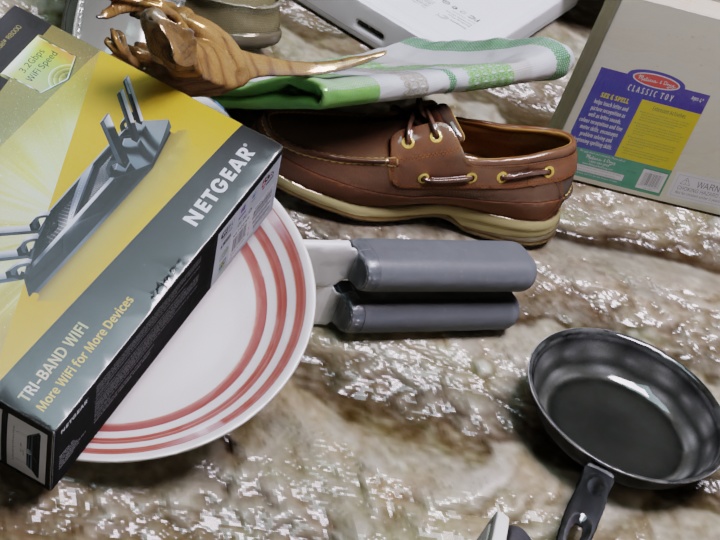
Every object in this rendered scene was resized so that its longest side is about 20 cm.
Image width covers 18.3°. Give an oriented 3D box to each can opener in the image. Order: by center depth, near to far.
[{"bbox_3d":[0.000,0.000,1.180,0.199,0.053,0.067,3,37,-29],"label":"can opener"}]

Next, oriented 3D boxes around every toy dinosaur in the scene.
[{"bbox_3d":[-0.078,-0.106,1.142,0.106,0.061,0.200,23,12,19],"label":"toy dinosaur"}]

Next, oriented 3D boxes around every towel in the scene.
[{"bbox_3d":[0.007,-0.116,1.301,0.200,0.031,0.149,-11,9,-42],"label":"towel"}]

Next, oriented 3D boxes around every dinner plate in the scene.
[{"bbox_3d":[-0.121,0.012,1.075,0.199,0.024,0.201,5,52,-7],"label":"dinner plate"}]

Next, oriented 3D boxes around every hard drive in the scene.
[{"bbox_3d":[0.054,-0.191,1.511,0.132,0.027,0.200,32,34,15],"label":"hard drive"}]

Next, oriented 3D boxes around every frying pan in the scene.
[{"bbox_3d":[0.140,0.098,1.145,0.115,0.031,0.190,14,37,-13],"label":"frying pan"}]

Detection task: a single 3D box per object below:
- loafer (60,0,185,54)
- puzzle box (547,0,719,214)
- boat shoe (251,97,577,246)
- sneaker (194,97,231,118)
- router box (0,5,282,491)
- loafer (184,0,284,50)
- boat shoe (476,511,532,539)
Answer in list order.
[{"bbox_3d":[-0.129,-0.178,1.293,0.070,0.070,0.201,13,58,-5],"label":"loafer"},{"bbox_3d":[0.224,-0.099,1.384,0.199,0.133,0.025,13,34,-17],"label":"puzzle box"},{"bbox_3d":[0.032,-0.069,1.284,0.199,0.068,0.072,9,35,-20],"label":"boat shoe"},{"bbox_3d":[-0.147,-0.064,1.159,0.199,0.076,0.077,4,33,-25],"label":"sneaker"},{"bbox_3d":[-0.153,-0.017,1.044,0.157,0.052,0.200,27,53,11],"label":"router box"},{"bbox_3d":[-0.116,-0.208,1.392,0.076,0.068,0.200,-15,48,-44],"label":"loafer"},{"bbox_3d":[0.059,0.184,0.934,0.060,0.074,0.200,20,36,-5],"label":"boat shoe"}]
